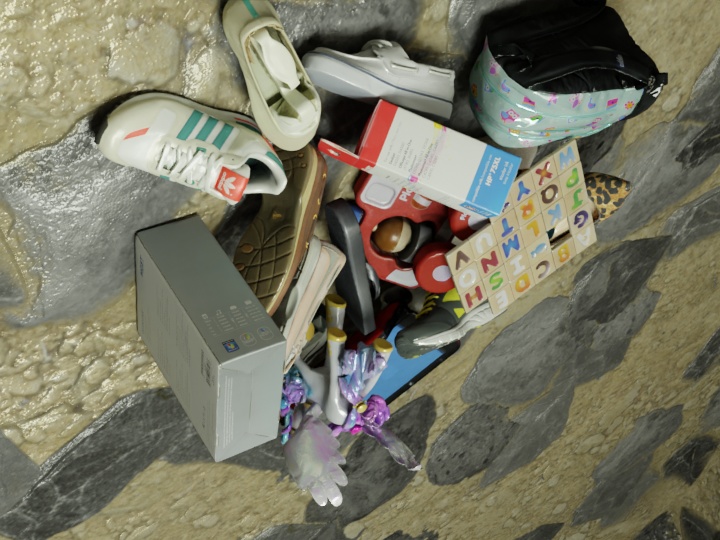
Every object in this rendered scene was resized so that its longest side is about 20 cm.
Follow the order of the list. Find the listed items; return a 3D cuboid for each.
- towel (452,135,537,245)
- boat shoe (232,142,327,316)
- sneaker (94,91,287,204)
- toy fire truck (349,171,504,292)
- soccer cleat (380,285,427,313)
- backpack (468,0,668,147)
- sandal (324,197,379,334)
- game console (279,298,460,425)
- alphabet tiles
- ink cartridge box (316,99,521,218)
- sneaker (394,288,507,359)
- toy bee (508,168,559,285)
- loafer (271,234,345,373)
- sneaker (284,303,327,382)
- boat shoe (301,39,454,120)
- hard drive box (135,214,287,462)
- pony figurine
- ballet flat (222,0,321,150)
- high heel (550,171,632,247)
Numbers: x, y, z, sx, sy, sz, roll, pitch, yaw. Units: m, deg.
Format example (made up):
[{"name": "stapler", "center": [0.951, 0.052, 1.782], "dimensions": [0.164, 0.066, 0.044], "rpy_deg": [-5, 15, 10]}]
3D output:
[{"name": "towel", "center": [0.150, -0.090, 1.434], "dimensions": [0.132, 0.034, 0.201], "rpy_deg": [-15, 138, -36]}, {"name": "boat shoe", "center": [-0.079, -0.038, 1.175], "dimensions": [0.067, 0.072, 0.201], "rpy_deg": [22, 85, -58]}, {"name": "sneaker", "center": [-0.151, -0.110, 1.047], "dimensions": [0.199, 0.093, 0.071], "rpy_deg": [3, 127, -48]}, {"name": "toy fire truck", "center": [0.063, -0.074, 1.309], "dimensions": [0.167, 0.112, 0.200], "rpy_deg": [20, 122, -23]}, {"name": "soccer cleat", "center": [0.057, 0.061, 1.497], "dimensions": [0.086, 0.070, 0.200], "rpy_deg": [13, 136, -14]}, {"name": "backpack", "center": [0.223, -0.220, 1.257], "dimensions": [0.199, 0.167, 0.127], "rpy_deg": [-15, 144, -26]}, {"name": "sandal", "center": [0.000, 0.000, 1.288], "dimensions": [0.043, 0.076, 0.201], "rpy_deg": [-24, 138, -16]}, {"name": "game console", "center": [0.013, 0.144, 1.436], "dimensions": [0.200, 0.119, 0.172], "rpy_deg": [-42, -174, 26]}, {"name": "alphabet tiles", "center": [0.189, -0.039, 1.294], "dimensions": [0.200, 0.008, 0.168], "rpy_deg": [-35, 134, -12]}, {"name": "ink cartridge box", "center": [0.058, -0.123, 1.167], "dimensions": [0.116, 0.199, 0.068], "rpy_deg": [-164, -84, -85]}, {"name": "sneaker", "center": [0.100, 0.048, 1.375], "dimensions": [0.074, 0.085, 0.200], "rpy_deg": [-28, 177, 42]}, {"name": "toy bee", "center": [0.190, -0.082, 1.381], "dimensions": [0.130, 0.201, 0.109], "rpy_deg": [-20, 123, 28]}, {"name": "loafer", "center": [-0.074, 0.060, 1.223], "dimensions": [0.063, 0.072, 0.201], "rpy_deg": [22, 91, -32]}, {"name": "sneaker", "center": [-0.120, 0.121, 1.360], "dimensions": [0.199, 0.074, 0.089], "rpy_deg": [-27, 142, -21]}, {"name": "boat shoe", "center": [0.020, -0.208, 1.148], "dimensions": [0.199, 0.073, 0.066], "rpy_deg": [10, 91, -45]}, {"name": "hard drive box", "center": [-0.160, 0.068, 1.143], "dimensions": [0.076, 0.200, 0.156], "rpy_deg": [-19, 142, -27]}, {"name": "pony figurine", "center": [-0.026, 0.158, 1.286], "dimensions": [0.166, 0.193, 0.201], "rpy_deg": [-6, 123, -37]}, {"name": "ballet flat", "center": [-0.075, -0.177, 1.055], "dimensions": [0.069, 0.069, 0.200], "rpy_deg": [-37, 140, -7]}, {"name": "high heel", "center": [0.263, -0.056, 1.450], "dimensions": [0.143, 0.071, 0.200], "rpy_deg": [-48, -165, -29]}]
